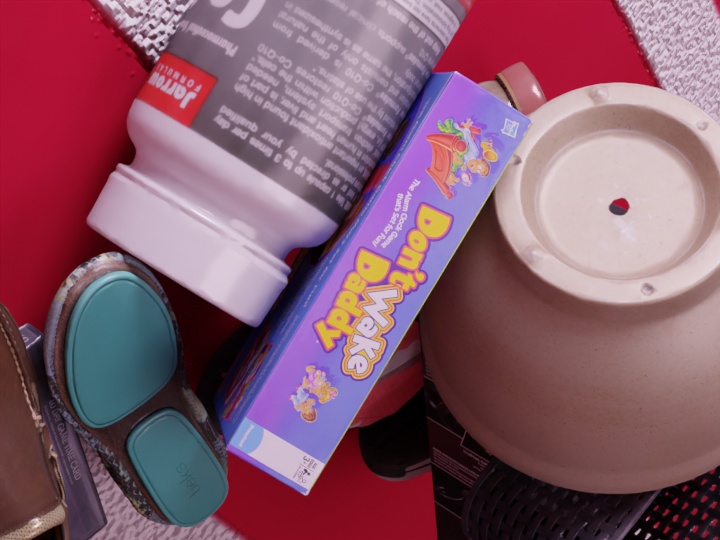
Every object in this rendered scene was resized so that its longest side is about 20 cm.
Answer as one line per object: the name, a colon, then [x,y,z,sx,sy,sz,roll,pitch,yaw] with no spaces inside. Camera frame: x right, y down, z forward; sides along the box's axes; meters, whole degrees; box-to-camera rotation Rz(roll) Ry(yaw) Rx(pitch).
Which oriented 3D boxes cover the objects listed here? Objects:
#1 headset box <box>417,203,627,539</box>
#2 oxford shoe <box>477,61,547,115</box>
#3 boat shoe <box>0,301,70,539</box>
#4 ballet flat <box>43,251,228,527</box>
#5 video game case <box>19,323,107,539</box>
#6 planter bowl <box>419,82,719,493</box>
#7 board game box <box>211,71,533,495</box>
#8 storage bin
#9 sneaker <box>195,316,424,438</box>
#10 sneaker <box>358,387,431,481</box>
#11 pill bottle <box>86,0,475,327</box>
headset box: [0.113,0.065,1.076,0.149,0.077,0.201,-31,132,-33]
oxford shoe: [0.078,-0.038,1.112,0.074,0.071,0.200,-21,137,-6]
boat shoe: [-0.162,0.096,0.856,0.075,0.075,0.203,-32,136,-33]
ballet flat: [-0.120,0.052,0.913,0.074,0.074,0.200,-41,143,-24]
video game case: [-0.216,0.134,0.898,0.200,0.019,0.143,-38,139,-27]
planter bowl: [0.126,-0.008,0.919,0.200,0.200,0.135,-46,159,-18]
board game box: [0.000,0.000,0.908,0.201,0.045,0.134,-59,-171,1]
storage bin: [0.163,0.110,1.022,0.200,0.094,0.135,-49,138,-17]
sneaker: [-0.008,0.064,1.055,0.200,0.074,0.087,-25,136,-37]
sneaker: [0.080,0.100,1.185,0.200,0.075,0.116,-34,136,-35]
pill bottle: [-0.038,-0.083,0.877,0.201,0.114,0.114,-59,145,-1]
